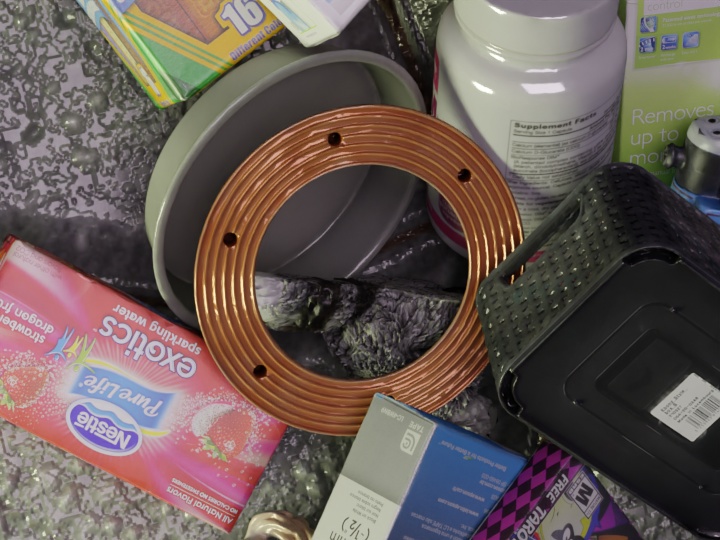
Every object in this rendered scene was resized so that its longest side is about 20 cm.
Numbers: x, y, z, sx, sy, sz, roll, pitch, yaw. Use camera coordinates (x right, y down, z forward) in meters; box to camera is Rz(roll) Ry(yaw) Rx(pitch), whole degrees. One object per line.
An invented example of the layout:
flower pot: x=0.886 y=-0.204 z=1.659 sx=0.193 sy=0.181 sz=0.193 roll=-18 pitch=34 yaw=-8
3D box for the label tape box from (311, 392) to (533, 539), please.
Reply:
label tape box: x=0.033 y=0.190 z=1.278 sx=0.143 sy=0.066 sz=0.201 roll=25 pitch=90 yaw=-41

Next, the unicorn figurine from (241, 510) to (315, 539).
unicorn figurine: x=-0.093 y=0.232 z=1.346 sx=0.137 sy=0.074 sz=0.200 roll=41 pitch=70 yaw=-2

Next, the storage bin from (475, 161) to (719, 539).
storage bin: x=0.180 y=0.050 z=1.251 sx=0.200 sy=0.094 sz=0.135 roll=34 pitch=113 yaw=-24

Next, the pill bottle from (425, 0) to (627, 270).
pill bottle: x=0.099 y=-0.105 z=1.292 sx=0.113 sy=0.114 sz=0.200 roll=-10 pitch=138 yaw=-12

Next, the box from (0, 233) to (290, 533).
box: x=-0.147 y=0.067 z=1.306 sx=0.200 sy=0.095 sz=0.100 roll=29 pitch=87 yaw=-12

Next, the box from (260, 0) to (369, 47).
box: x=-0.055 y=-0.234 z=1.183 sx=0.200 sy=0.101 sz=0.113 roll=43 pitch=83 yaw=-9

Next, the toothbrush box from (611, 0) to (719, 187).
toothbrush box: x=0.217 y=-0.150 z=1.340 sx=0.145 sy=0.086 sz=0.201 roll=-8 pitch=121 yaw=-12

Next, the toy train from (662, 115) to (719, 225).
toy train: x=0.228 y=-0.010 z=1.328 sx=0.114 sy=0.087 sz=0.201 roll=8 pitch=119 yaw=-7

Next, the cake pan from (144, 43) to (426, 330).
cake pan: x=-0.048 y=-0.052 z=1.296 sx=0.200 sy=0.037 sz=0.201 roll=-27 pitch=140 yaw=-26

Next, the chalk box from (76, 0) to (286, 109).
chalk box: x=-0.125 y=-0.212 z=1.282 sx=0.124 sy=0.124 sz=0.200 roll=-39 pitch=100 yaw=-8

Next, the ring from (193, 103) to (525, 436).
ring: x=0.000 y=0.000 z=1.261 sx=0.200 sy=0.019 sz=0.201 roll=-4 pitch=107 yaw=-14

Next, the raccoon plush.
raccoon plush: x=0.001 y=0.072 z=1.337 sx=0.199 sy=0.097 sz=0.135 roll=7 pitch=96 yaw=-18

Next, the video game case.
video game case: x=0.105 y=0.233 z=1.264 sx=0.200 sy=0.036 sz=0.181 roll=-50 pitch=122 yaw=-22
